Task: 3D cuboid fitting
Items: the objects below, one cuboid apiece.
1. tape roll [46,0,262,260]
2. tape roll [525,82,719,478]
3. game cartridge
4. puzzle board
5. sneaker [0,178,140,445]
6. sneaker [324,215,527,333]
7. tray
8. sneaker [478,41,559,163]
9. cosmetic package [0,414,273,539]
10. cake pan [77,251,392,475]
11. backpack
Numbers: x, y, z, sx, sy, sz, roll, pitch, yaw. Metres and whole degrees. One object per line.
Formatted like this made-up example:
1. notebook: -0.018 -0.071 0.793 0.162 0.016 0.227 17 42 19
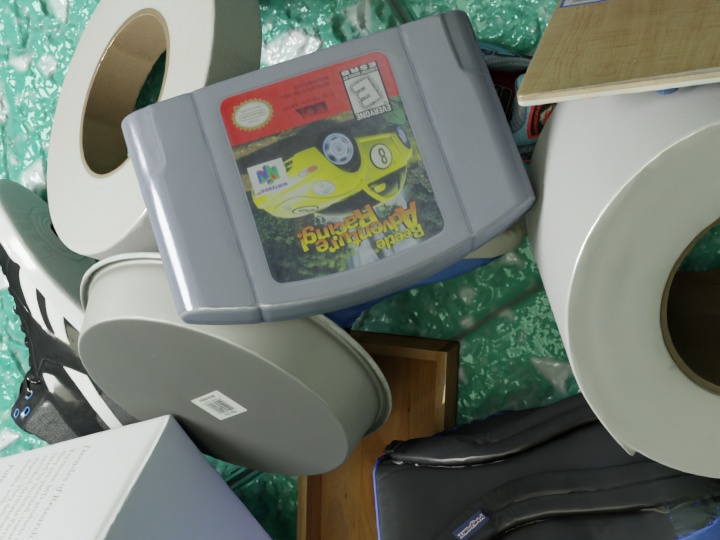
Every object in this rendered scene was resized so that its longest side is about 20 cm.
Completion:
1. tape roll: -0.130 -0.103 0.878 0.202 0.037 0.205 -27 55 46
2. tape roll: 0.192 -0.014 0.744 0.200 0.140 0.205 -1 117 -2
3. game cartridge: -0.015 -0.049 0.762 0.198 0.041 0.134 -19 80 -5
4. puzzle board: 0.172 -0.134 0.744 0.149 0.200 0.018 -6 118 22
5. sneaker: -0.218 0.045 0.980 0.112 0.073 0.200 -41 85 20
6. sneaker: 0.000 -0.001 0.872 0.112 0.198 0.077 106 148 -43
7. tray: 0.010 0.142 0.933 0.098 0.037 0.202 5 102 19
8. sneaker: 0.113 -0.082 0.823 0.198 0.095 0.080 11 103 18
9. cosmetic package: -0.175 0.221 0.900 0.199 0.167 0.168 -17 121 33
10. cake pan: -0.080 0.063 0.846 0.198 0.201 0.037 12 59 18
11. backpack: 0.124 0.162 0.826 0.198 0.163 0.169 -21 124 7
